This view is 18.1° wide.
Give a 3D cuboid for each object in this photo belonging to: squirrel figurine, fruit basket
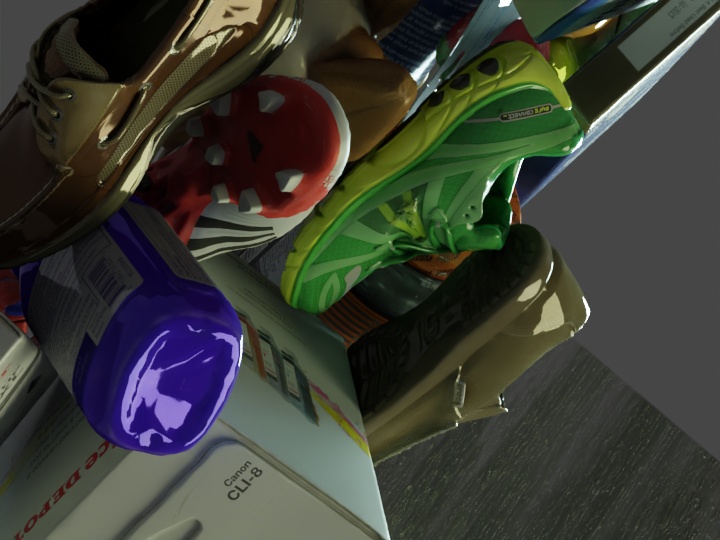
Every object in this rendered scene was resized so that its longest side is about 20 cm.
[{"bbox_3d":[-0.027,-0.143,1.192,0.187,0.141,0.200,-63,-177,-37],"label":"squirrel figurine"},{"bbox_3d":[0.099,-0.151,1.391,0.199,0.094,0.186,-21,153,-44],"label":"fruit basket"}]

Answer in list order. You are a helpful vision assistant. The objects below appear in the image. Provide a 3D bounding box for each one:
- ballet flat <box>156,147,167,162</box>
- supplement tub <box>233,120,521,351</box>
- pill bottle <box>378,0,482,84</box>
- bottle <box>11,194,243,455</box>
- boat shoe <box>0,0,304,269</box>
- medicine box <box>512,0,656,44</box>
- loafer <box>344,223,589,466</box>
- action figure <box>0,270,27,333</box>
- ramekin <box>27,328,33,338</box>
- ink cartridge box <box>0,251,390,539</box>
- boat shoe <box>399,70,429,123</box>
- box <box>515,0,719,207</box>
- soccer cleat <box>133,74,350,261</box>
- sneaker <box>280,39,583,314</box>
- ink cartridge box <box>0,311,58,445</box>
[{"bbox_3d":[-0.073,-0.114,1.533,0.200,0.068,0.073,-46,157,-21],"label":"ballet flat"},{"bbox_3d":[0.000,0.000,1.321,0.200,0.123,0.123,-40,-174,46],"label":"supplement tub"},{"bbox_3d":[0.007,-0.170,1.434,0.200,0.111,0.111,-52,177,19],"label":"pill bottle"},{"bbox_3d":[-0.122,0.006,1.065,0.200,0.065,0.084,46,-64,52],"label":"bottle"},{"bbox_3d":[-0.118,-0.086,1.009,0.200,0.076,0.074,-43,146,9],"label":"boat shoe"},{"bbox_3d":[0.152,-0.251,1.268,0.199,0.183,0.103,-23,173,-34],"label":"medicine box"},{"bbox_3d":[0.047,0.056,1.225,0.200,0.067,0.076,-39,-151,35],"label":"loafer"},{"bbox_3d":[-0.171,-0.016,1.250,0.066,0.052,0.200,-55,-177,-42],"label":"action figure"},{"bbox_3d":[-0.110,0.043,1.446,0.200,0.200,0.105,-48,173,-43],"label":"ramekin"},{"bbox_3d":[-0.092,0.096,1.172,0.145,0.144,0.201,-44,-154,17],"label":"ink cartridge box"},{"bbox_3d":[0.013,-0.136,1.536,0.074,0.066,0.202,27,64,-59],"label":"boat shoe"},{"bbox_3d":[0.130,-0.092,1.301,0.121,0.032,0.200,-41,178,-22],"label":"box"},{"bbox_3d":[-0.047,-0.049,1.084,0.085,0.069,0.200,-11,171,-32],"label":"soccer cleat"},{"bbox_3d":[0.033,-0.032,1.167,0.200,0.084,0.074,-41,-176,30],"label":"sneaker"},{"bbox_3d":[-0.223,0.068,1.061,0.145,0.084,0.200,-50,177,-7],"label":"ink cartridge box"}]
